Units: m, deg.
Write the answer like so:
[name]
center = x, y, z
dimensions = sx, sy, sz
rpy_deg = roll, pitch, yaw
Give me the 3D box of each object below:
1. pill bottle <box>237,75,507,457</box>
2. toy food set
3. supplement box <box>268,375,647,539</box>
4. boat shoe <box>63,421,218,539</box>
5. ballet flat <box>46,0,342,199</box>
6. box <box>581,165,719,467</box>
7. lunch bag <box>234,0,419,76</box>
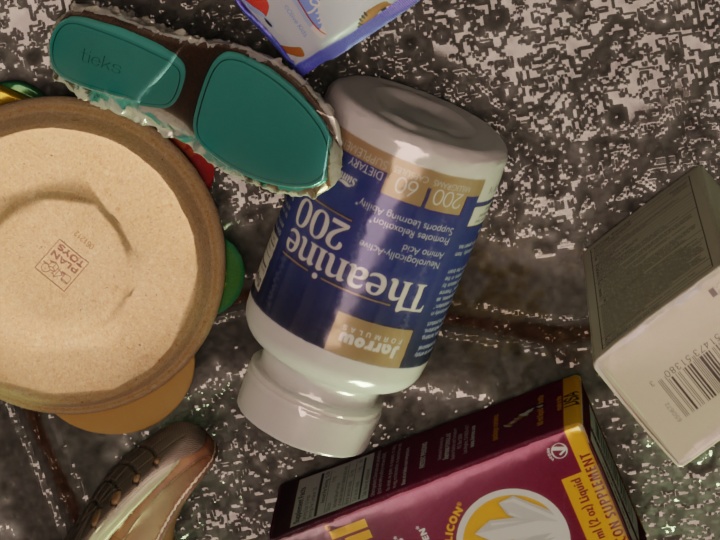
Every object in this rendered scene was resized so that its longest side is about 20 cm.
[pill bottle]
center = 0.000, 0.000, 1.564
dimensions = 0.110, 0.111, 0.201
rpy_deg = 20, 108, -3
[toy food set]
center = -0.169, -0.010, 1.604
dimensions = 0.199, 0.049, 0.199
rpy_deg = 25, 107, -4
[supplement box]
center = 0.058, 0.156, 1.622
dimensions = 0.199, 0.086, 0.111
rpy_deg = -22, 105, 10
[boat shoe]
center = -0.140, 0.173, 1.651
dimensions = 0.072, 0.076, 0.200
rpy_deg = 35, 115, -11
[ballet flat]
center = -0.083, -0.101, 1.535
dimensions = 0.199, 0.072, 0.072
rpy_deg = 27, 109, 22
[box]
center = 0.181, 0.021, 1.513
dimensions = 0.095, 0.200, 0.078
rpy_deg = -38, 101, 14
[lunch bag]
center = -0.006, -0.227, 1.489
dimensions = 0.200, 0.124, 0.170
rpy_deg = -38, 103, 6
